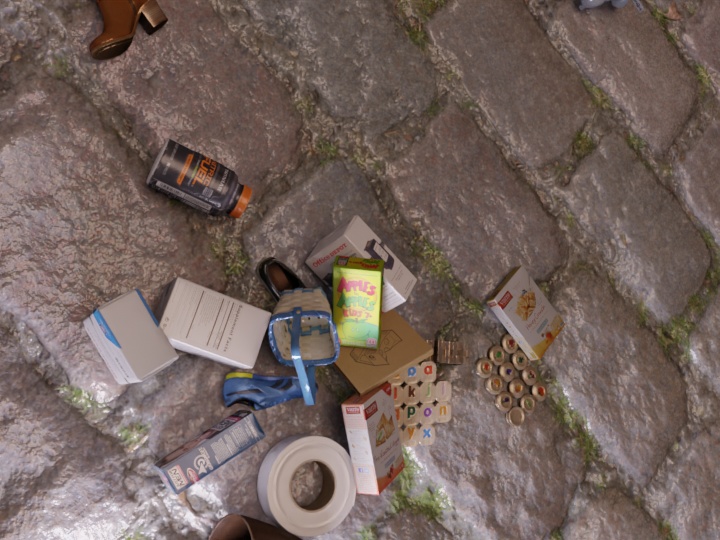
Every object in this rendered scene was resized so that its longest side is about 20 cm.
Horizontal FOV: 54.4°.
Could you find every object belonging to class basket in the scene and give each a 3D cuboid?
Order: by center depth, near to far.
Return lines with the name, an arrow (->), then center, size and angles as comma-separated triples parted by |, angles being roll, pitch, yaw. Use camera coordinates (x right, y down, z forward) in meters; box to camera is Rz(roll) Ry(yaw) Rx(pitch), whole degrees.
basket -> -0.112, 0.147, 1.411 | 0.139, 0.177, 0.200 | -8, 40, -1

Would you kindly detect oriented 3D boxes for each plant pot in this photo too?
plant pot -> -0.175, 0.578, 1.360 | 0.200, 0.187, 0.187 | 21, 73, -36

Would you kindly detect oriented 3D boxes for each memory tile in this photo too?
memory tile -> 0.379, 0.274, 1.752 | 0.153, 0.017, 0.200 | -36, 98, -26

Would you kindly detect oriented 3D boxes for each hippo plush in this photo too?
hippo plush -> 0.710, -0.810, 2.042 | 0.160, 0.159, 0.200 | -18, 73, 3

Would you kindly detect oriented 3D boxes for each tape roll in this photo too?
tape roll -> -0.109, 0.444, 1.458 | 0.202, 0.071, 0.203 | 5, 79, -25

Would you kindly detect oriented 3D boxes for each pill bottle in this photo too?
pill bottle -> -0.325, -0.180, 1.436 | 0.200, 0.106, 0.106 | 25, 72, -21

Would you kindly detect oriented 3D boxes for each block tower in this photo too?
block tower -> 0.158, 0.189, 1.638 | 0.200, 0.058, 0.054 | 8, 78, -26

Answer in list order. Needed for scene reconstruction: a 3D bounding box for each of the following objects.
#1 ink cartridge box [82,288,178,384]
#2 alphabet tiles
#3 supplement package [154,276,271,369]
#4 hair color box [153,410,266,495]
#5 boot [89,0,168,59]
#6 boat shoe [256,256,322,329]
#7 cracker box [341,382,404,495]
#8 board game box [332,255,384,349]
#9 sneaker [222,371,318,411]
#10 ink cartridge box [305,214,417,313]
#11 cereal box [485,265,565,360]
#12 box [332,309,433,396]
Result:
ink cartridge box -> -0.426, 0.125, 1.284 | 0.086, 0.200, 0.147 | -32, 96, -28
alphabet tiles -> 0.114, 0.306, 1.596 | 0.199, 0.015, 0.196 | -2, 96, -18
supplement package -> -0.301, 0.109, 1.391 | 0.200, 0.121, 0.120 | 24, 72, -21
hair color box -> -0.294, 0.350, 1.367 | 0.200, 0.100, 0.061 | -30, 95, -27
boot -> -0.508, -0.530, 1.418 | 0.155, 0.077, 0.200 | 50, 62, -12
boat shoe -> -0.143, 0.054, 1.507 | 0.072, 0.068, 0.200 | -46, 106, -23
cracker box -> 0.030, 0.354, 1.494 | 0.134, 0.058, 0.201 | -24, 105, -60
board game box -> -0.006, 0.070, 1.480 | 0.101, 0.200, 0.048 | 6, 33, 8
sneaker -> -0.184, 0.258, 1.445 | 0.200, 0.066, 0.079 | 7, 59, -20
ink cartridge box -> 0.000, 0.000, 1.532 | 0.200, 0.145, 0.084 | 47, 41, -12
cereal box -> 0.421, 0.107, 1.780 | 0.200, 0.040, 0.144 | 51, 58, -10
box -> 0.034, 0.172, 1.537 | 0.200, 0.021, 0.163 | -26, 49, -25
